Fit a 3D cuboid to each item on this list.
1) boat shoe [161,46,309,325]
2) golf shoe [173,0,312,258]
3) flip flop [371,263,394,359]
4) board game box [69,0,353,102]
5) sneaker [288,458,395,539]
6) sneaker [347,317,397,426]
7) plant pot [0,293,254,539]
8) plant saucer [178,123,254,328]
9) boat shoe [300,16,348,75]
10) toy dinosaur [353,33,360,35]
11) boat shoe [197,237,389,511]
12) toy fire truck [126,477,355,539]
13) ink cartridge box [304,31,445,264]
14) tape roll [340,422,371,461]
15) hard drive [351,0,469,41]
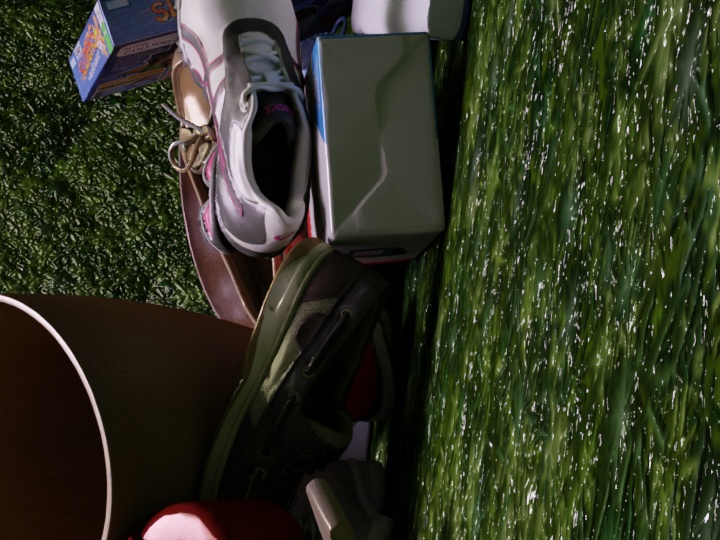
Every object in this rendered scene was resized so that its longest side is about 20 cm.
[{"bbox_3d":[-0.076,-0.058,1.270,0.063,0.073,0.200,-36,-76,-51],"label":"boat shoe"},{"bbox_3d":[-0.057,-0.109,1.134,0.088,0.077,0.201,161,102,-67],"label":"golf shoe"},{"bbox_3d":[0.000,0.000,1.347,0.200,0.057,0.081,-114,22,-51],"label":"flip flop"},{"bbox_3d":[-0.092,-0.174,1.327,0.035,0.200,0.135,70,160,5],"label":"board game box"},{"bbox_3d":[-0.026,0.168,1.162,0.200,0.082,0.075,-102,20,-78],"label":"sneaker"},{"bbox_3d":[-0.036,0.075,1.251,0.200,0.085,0.077,130,128,-60],"label":"sneaker"},{"bbox_3d":[-0.136,0.092,1.161,0.200,0.186,0.187,-12,-63,-47],"label":"plant pot"},{"bbox_3d":[-0.081,-0.049,1.405,0.200,0.034,0.201,171,90,-66],"label":"plant saucer"},{"bbox_3d":[-0.024,-0.124,1.343,0.200,0.084,0.069,71,179,-73],"label":"boat shoe"},{"bbox_3d":[0.029,-0.191,1.335,0.200,0.047,0.088,-109,34,-74],"label":"toy dinosaur"},{"bbox_3d":[-0.036,0.084,1.094,0.072,0.066,0.201,-8,-63,-63],"label":"boat shoe"},{"bbox_3d":[-0.046,0.171,0.997,0.176,0.129,0.200,46,114,31],"label":"toy fire truck"},{"bbox_3d":[0.002,-0.066,1.172,0.200,0.067,0.117,132,134,-83],"label":"ink cartridge box"},{"bbox_3d":[-0.033,0.122,1.470,0.200,0.066,0.201,-172,90,-86],"label":"tape roll"},{"bbox_3d":[0.035,-0.208,1.185,0.200,0.025,0.132,-149,66,-75],"label":"hard drive"}]
